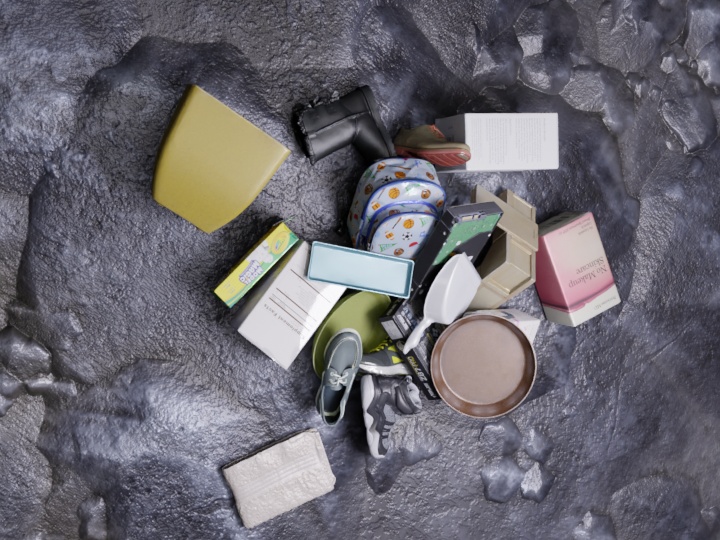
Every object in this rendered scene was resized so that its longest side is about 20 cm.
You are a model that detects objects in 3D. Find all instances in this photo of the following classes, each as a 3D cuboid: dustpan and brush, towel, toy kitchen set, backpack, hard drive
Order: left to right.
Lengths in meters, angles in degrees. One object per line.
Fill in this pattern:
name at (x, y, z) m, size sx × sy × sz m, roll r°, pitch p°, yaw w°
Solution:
towel at (-0.152, 0.395, 1.708) m, size 0.197 × 0.034 × 0.135 m, roll -23°, pitch 100°, yaw -16°
backpack at (0.070, -0.111, 1.657) m, size 0.196 × 0.155 × 0.193 m, roll -8°, pitch 132°, yaw -18°
dustpan and brush at (0.143, 0.072, 1.654) m, size 0.202 × 0.057 × 0.140 m, roll -62°, pitch 149°, yaw -13°
hard drive at (0.169, -0.037, 1.656) m, size 0.138 × 0.038 × 0.202 m, roll -13°, pitch 142°, yaw -42°
toy kitchen set at (0.234, -0.052, 1.788) m, size 0.162 × 0.180 × 0.202 m, roll 31°, pitch 44°, yaw -21°

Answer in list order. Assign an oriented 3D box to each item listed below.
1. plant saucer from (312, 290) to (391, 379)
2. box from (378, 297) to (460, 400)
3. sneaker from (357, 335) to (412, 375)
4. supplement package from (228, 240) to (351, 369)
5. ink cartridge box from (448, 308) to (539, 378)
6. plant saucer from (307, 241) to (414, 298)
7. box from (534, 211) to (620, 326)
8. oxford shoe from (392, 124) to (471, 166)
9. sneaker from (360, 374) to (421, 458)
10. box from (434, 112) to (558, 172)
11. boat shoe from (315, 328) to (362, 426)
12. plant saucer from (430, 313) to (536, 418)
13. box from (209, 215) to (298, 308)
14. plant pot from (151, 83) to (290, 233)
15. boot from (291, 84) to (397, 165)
plant saucer at (-0.021, 0.117, 1.688) m, size 0.198 × 0.031 × 0.203 m, roll -29°, pitch 137°, yaw -30°
box at (0.135, 0.122, 1.736) m, size 0.202 × 0.049 × 0.161 m, roll 57°, pitch 48°, yaw -18°
sneaker at (0.055, 0.161, 1.740) m, size 0.197 × 0.074 × 0.086 m, roll 4°, pitch 81°, yaw -38°
supplement package at (-0.131, 0.059, 1.643) m, size 0.119 × 0.121 × 0.201 m, roll 39°, pitch 82°, yaw -15°
ink cartridge box at (0.263, 0.142, 1.751) m, size 0.198 × 0.067 × 0.119 m, roll 0°, pitch 111°, yaw -51°
plant saucer at (0.000, 0.000, 1.611) m, size 0.197 × 0.019 × 0.071 m, roll 11°, pitch 85°, yaw -20°
box at (0.428, -0.005, 1.836) m, size 0.126 × 0.109 × 0.203 m, roll -25°, pitch 101°, yaw -16°
oxford shoe at (0.131, -0.241, 1.676) m, size 0.070 × 0.198 × 0.076 m, roll 24°, pitch 82°, yaw -44°
sneaker at (0.063, 0.279, 1.710) m, size 0.112 × 0.076 × 0.203 m, roll -7°, pitch 126°, yaw 1°
box at (0.262, -0.247, 1.739) m, size 0.196 × 0.152 × 0.109 m, roll -4°, pitch 95°, yaw -19°
boat shoe at (-0.037, 0.198, 1.637) m, size 0.071 × 0.062 × 0.203 m, roll 8°, pitch 122°, yaw -15°
plant saucer at (0.229, 0.175, 1.677) m, size 0.196 × 0.035 × 0.204 m, roll 1°, pitch 101°, yaw 5°
box at (-0.186, -0.019, 1.622) m, size 0.048 × 0.117 × 0.200 m, roll 44°, pitch 80°, yaw -10°
plant pot at (-0.265, -0.183, 1.554) m, size 0.193 × 0.195 × 0.202 m, roll 33°, pitch 93°, yaw -18°
boot at (-0.030, -0.242, 1.683) m, size 0.160 × 0.073 × 0.201 m, roll -23°, pitch 94°, yaw -18°
